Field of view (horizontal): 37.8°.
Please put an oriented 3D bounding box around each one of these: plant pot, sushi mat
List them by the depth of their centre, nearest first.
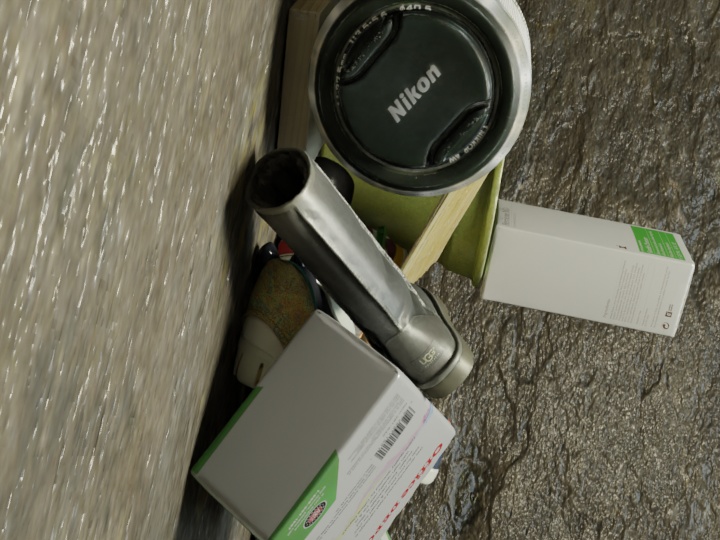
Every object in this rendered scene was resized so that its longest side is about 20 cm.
[{"bbox_3d":[0.076,-0.046,0.947,0.096,0.012,0.201,-42,167,-40],"label":"sushi mat"},{"bbox_3d":[0.053,-0.099,1.102,0.200,0.182,0.203,11,90,-85],"label":"plant pot"}]

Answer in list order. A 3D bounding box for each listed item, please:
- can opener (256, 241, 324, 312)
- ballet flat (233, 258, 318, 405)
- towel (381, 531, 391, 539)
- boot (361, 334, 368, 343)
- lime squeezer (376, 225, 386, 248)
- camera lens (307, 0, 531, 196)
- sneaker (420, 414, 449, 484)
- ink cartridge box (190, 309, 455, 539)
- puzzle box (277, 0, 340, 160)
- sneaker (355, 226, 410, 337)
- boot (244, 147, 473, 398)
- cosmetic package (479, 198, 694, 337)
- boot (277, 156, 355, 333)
[{"bbox_3d":[-0.053,0.046,0.878,0.201,0.063,0.079,94,8,-52],"label":"can opener"},{"bbox_3d":[-0.070,0.085,0.815,0.071,0.070,0.201,-73,170,-51],"label":"ballet flat"},{"bbox_3d":[-0.022,0.245,1.127,0.153,0.023,0.200,66,11,28],"label":"towel"},{"bbox_3d":[-0.016,0.136,1.223,0.156,0.072,0.202,104,-26,-73],"label":"boot"},{"bbox_3d":[0.000,0.000,0.934,0.071,0.038,0.200,62,16,3],"label":"lime squeezer"},{"bbox_3d":[0.051,-0.156,0.809,0.200,0.158,0.162,-68,167,-68],"label":"camera lens"},{"bbox_3d":[0.008,0.148,1.094,0.075,0.199,0.085,19,-97,62],"label":"sneaker"},{"bbox_3d":[-0.018,0.135,0.791,0.145,0.084,0.200,-52,155,-6],"label":"ink cartridge box"},{"bbox_3d":[-0.033,-0.174,0.879,0.200,0.025,0.134,-71,169,-62],"label":"puzzle box"},{"bbox_3d":[-0.032,0.033,1.087,0.200,0.090,0.075,-53,-164,27],"label":"sneaker"},{"bbox_3d":[-0.012,-0.006,0.779,0.073,0.200,0.182,-50,-157,-3],"label":"boot"},{"bbox_3d":[0.227,-0.004,1.082,0.108,0.198,0.086,-71,173,-69],"label":"cosmetic package"},{"bbox_3d":[-0.032,-0.013,0.981,0.201,0.072,0.146,83,16,-62],"label":"boot"}]
